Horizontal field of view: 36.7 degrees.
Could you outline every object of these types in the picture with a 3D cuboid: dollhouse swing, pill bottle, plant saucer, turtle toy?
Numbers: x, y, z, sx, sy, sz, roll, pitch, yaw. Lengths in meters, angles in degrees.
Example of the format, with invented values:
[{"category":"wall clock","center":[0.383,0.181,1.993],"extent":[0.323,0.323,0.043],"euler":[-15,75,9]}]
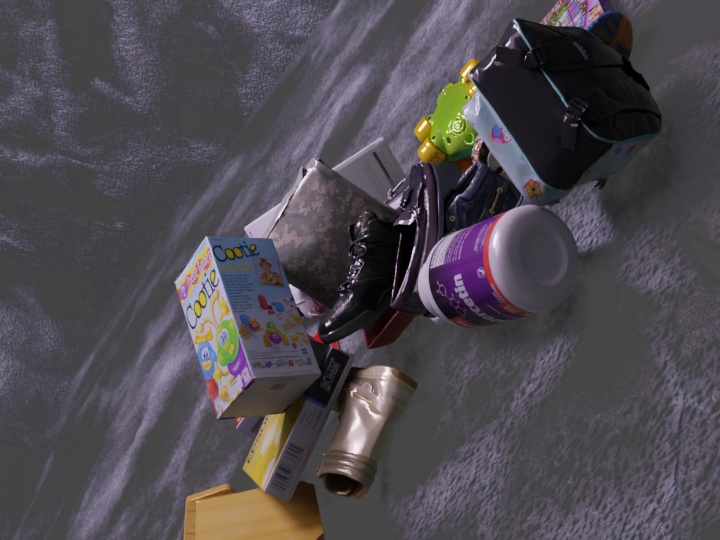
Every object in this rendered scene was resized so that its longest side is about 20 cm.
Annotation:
[{"category":"dollhouse swing","center":[-0.143,0.383,1.383],"extent":[0.200,0.173,0.185],"euler":[-117,32,-72]},{"category":"pill bottle","center":[0.145,0.003,1.204],"extent":[0.199,0.112,0.114],"euler":[-23,38,61]},{"category":"plant saucer","center":[0.072,-0.001,1.524],"extent":[0.200,0.036,0.201],"euler":[-52,20,18]},{"category":"turtle toy","center":[0.156,-0.216,1.551],"extent":[0.146,0.100,0.201],"euler":[-49,19,23]}]

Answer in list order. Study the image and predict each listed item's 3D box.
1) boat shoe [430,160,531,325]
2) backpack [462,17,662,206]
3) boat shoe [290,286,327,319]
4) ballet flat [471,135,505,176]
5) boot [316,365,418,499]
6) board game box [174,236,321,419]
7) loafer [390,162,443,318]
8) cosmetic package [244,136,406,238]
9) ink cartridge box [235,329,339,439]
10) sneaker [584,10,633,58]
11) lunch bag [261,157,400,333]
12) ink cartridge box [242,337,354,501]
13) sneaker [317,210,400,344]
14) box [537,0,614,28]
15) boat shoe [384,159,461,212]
[{"category":"boat shoe","center":[0.124,-0.036,1.355],"extent":[0.202,0.090,0.071],"euler":[-57,18,2]},{"category":"backpack","center":[0.220,-0.170,1.158],"extent":[0.198,0.177,0.154],"euler":[-20,-23,-44]},{"category":"boat shoe","center":[-0.080,0.047,1.806],"extent":[0.199,0.071,0.070],"euler":[-14,72,51]},{"category":"ballet flat","center":[0.195,-0.196,1.405],"extent":[0.064,0.074,0.202],"euler":[-79,1,-52]},{"category":"boot","center":[-0.014,0.204,1.363],"extent":[0.199,0.072,0.157],"euler":[-16,45,60]},{"category":"board game box","center":[-0.145,0.070,1.362],"extent":[0.103,0.104,0.202],"euler":[-46,55,41]},{"category":"loafer","center":[0.067,-0.042,1.334],"extent":[0.072,0.062,0.203],"euler":[128,144,-66]},{"category":"cosmetic package","center":[-0.048,-0.089,1.732],"extent":[0.199,0.124,0.199],"euler":[-34,5,-30]},{"category":"ink cartridge box","center":[-0.118,0.154,1.690],"extent":[0.177,0.083,0.200],"euler":[-54,18,9]},{"category":"sneaker","center":[0.261,-0.233,1.346],"extent":[0.202,0.075,0.088],"euler":[-58,17,-4]},{"category":"lunch bag","center":[-0.033,-0.038,1.483],"extent":[0.165,0.199,0.118],"euler":[-57,19,2]},{"category":"ink cartridge box","center":[-0.092,0.186,1.429],"extent":[0.200,0.047,0.200],"euler":[-66,19,-6]},{"category":"sneaker","center":[0.000,0.000,1.388],"extent":[0.199,0.115,0.076],"euler":[-43,15,-19]},{"category":"box","center":[0.284,-0.312,1.471],"extent":[0.137,0.039,0.201],"euler":[-48,20,27]},{"category":"boat shoe","center":[0.070,-0.101,1.629],"extent":[0.200,0.073,0.068],"euler":[-53,23,14]}]
